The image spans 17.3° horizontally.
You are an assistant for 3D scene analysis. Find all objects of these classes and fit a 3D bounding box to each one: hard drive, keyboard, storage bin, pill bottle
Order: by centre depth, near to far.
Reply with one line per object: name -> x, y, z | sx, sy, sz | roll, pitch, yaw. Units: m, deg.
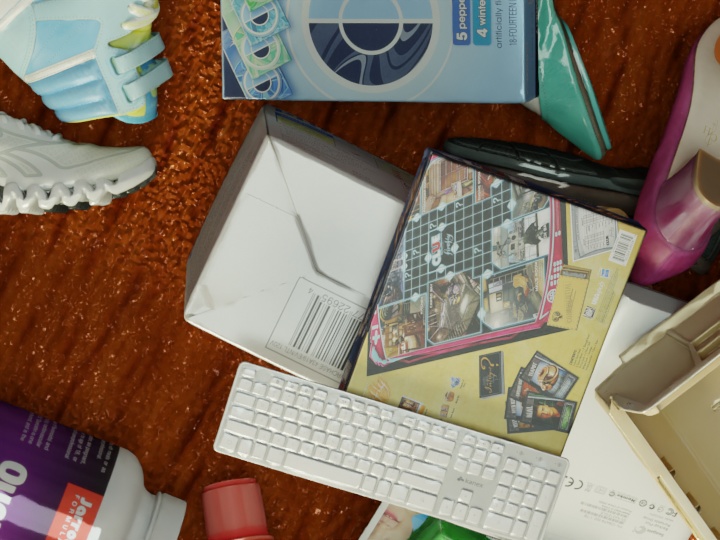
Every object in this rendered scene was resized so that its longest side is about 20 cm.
keyboard -> 0.018, 0.106, 1.356 | 0.199, 0.011, 0.057 | 17, 99, -6
storage bin -> 0.279, 0.095, 1.451 | 0.198, 0.094, 0.200 | -37, 109, 1
pill bottle -> -0.218, 0.150, 1.529 | 0.199, 0.112, 0.113 | 22, 96, -6
hard drive -> 0.180, 0.109, 1.531 | 0.131, 0.027, 0.201 | 18, 119, -17

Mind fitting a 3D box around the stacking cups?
stacking cups -> -0.067, 0.237, 1.550 | 0.060, 0.061, 0.201 | -8, 79, -3

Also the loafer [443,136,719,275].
loafer -> 0.147, -0.041, 1.552 | 0.199, 0.072, 0.063 | 10, 103, -7

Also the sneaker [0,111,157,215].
sneaker -> -0.231, -0.073, 1.523 | 0.198, 0.075, 0.082 | -3, 89, -4

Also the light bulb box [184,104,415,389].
light bulb box -> 0.000, 0.000, 1.480 | 0.197, 0.200, 0.125 | 27, 97, -7

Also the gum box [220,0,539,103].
gum box -> 0.011, -0.192, 1.481 | 0.199, 0.045, 0.171 | 3, 101, 16

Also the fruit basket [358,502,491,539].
fruit basket -> 0.049, 0.269, 1.573 | 0.185, 0.094, 0.201 | 31, 98, -7

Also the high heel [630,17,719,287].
high heel -> 0.216, -0.079, 1.525 | 0.067, 0.201, 0.096 | 25, 137, -14

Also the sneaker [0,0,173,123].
sneaker -> -0.141, -0.172, 1.503 | 0.200, 0.080, 0.131 | -35, 100, 20

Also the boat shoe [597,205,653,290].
boat shoe -> 0.159, 0.036, 1.553 | 0.071, 0.069, 0.201 | -44, 130, -33

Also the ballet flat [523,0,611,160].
ballet flat -> 0.103, -0.159, 1.529 | 0.070, 0.067, 0.201 | -18, 105, 1

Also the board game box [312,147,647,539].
board game box -> 0.067, 0.045, 1.371 | 0.135, 0.035, 0.201 | 20, 98, -6
